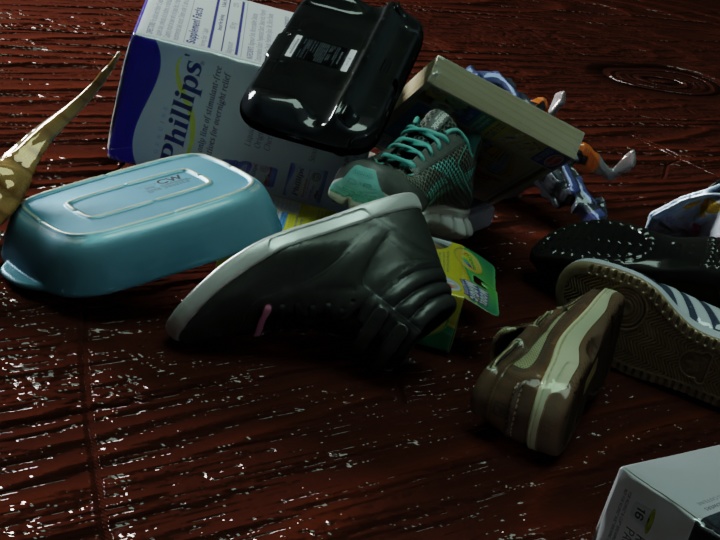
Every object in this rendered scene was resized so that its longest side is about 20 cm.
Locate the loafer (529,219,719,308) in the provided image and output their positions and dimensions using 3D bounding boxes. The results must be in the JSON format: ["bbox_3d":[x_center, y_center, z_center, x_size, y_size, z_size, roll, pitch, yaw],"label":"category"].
[{"bbox_3d":[0.227,0.011,1.314,0.199,0.072,0.073,9,31,27],"label":"loafer"}]

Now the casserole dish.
[{"bbox_3d":[-0.145,-0.035,1.104,0.199,0.039,0.121,-18,29,-33],"label":"casserole dish"}]

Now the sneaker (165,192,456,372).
[{"bbox_3d":[-0.021,0.026,1.067,0.199,0.071,0.100,-23,72,-28],"label":"sneaker"}]

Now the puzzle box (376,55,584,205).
[{"bbox_3d":[0.087,-0.109,1.358,0.132,0.026,0.200,26,-14,-9],"label":"puzzle box"}]

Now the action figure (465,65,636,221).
[{"bbox_3d":[0.165,-0.094,1.544,0.193,0.105,0.201,-11,58,-39],"label":"action figure"}]

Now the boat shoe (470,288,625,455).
[{"bbox_3d":[0.124,0.053,1.108,0.074,0.075,0.202,15,19,16],"label":"boat shoe"}]

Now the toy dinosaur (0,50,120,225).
[{"bbox_3d":[-0.235,-0.058,1.086,0.106,0.061,0.201,7,51,33],"label":"toy dinosaur"}]

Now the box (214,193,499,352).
[{"bbox_3d":[0.000,0.000,1.188,0.199,0.049,0.117,13,20,-1],"label":"box"}]

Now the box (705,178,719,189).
[{"bbox_3d":[0.431,-0.035,1.613,0.199,0.046,0.159,23,21,18],"label":"box"}]

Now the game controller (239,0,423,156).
[{"bbox_3d":[-0.019,-0.150,1.242,0.104,0.042,0.200,9,36,11],"label":"game controller"}]

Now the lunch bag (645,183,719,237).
[{"bbox_3d":[0.359,-0.017,1.402,0.169,0.128,0.199,-1,19,-43],"label":"lunch bag"}]

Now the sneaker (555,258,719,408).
[{"bbox_3d":[0.244,0.041,1.232,0.199,0.070,0.108,27,26,11],"label":"sneaker"}]

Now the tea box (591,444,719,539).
[{"bbox_3d":[0.229,0.179,0.765,0.199,0.134,0.196,-4,27,-43],"label":"tea box"}]

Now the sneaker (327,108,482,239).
[{"bbox_3d":[0.039,-0.079,1.243,0.077,0.092,0.200,19,6,20],"label":"sneaker"}]

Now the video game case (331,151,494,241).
[{"bbox_3d":[-0.007,-0.064,1.383,0.181,0.023,0.200,26,22,23],"label":"video game case"}]

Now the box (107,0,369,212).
[{"bbox_3d":[-0.091,-0.143,1.345,0.199,0.106,0.184,14,21,-7],"label":"box"}]
